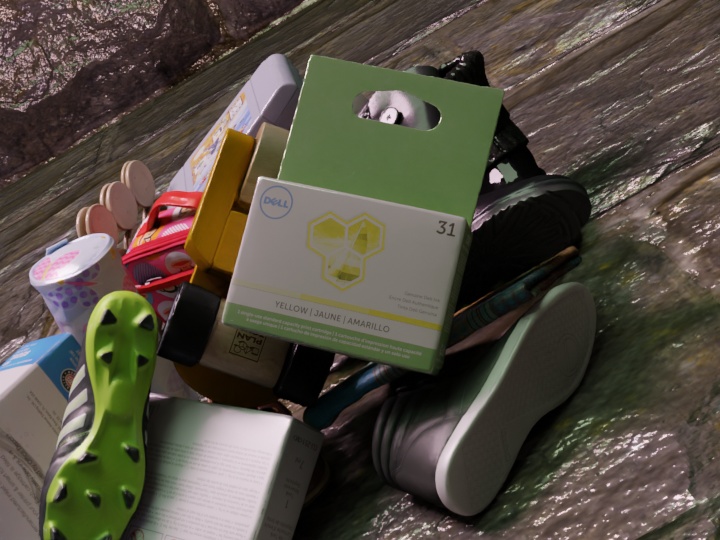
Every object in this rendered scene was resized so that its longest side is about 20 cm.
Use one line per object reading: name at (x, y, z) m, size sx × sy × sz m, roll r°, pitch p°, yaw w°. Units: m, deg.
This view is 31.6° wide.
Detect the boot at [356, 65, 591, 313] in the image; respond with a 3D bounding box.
boot at (0.071, -0.078, 0.945) m, size 0.165 × 0.066 × 0.200 m, roll -32°, pitch 43°, yaw 20°

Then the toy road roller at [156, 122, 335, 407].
toy road roller at (-0.074, 0.003, 0.944) m, size 0.146 × 0.123 × 0.200 m, roll 159°, pitch 130°, yaw -77°

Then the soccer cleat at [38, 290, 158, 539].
soccer cleat at (-0.184, 0.114, 0.909) m, size 0.081 × 0.067 × 0.200 m, roll 161°, pitch 121°, yaw -72°

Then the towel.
towel at (0.061, 0.049, 0.924) m, size 0.200 × 0.022 × 0.147 m, roll -32°, pitch -2°, yaw 27°

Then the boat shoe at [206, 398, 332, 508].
boat shoe at (-0.081, 0.131, 0.973) m, size 0.072 × 0.068 × 0.200 m, roll -35°, pitch 20°, yaw -9°

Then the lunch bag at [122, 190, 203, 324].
lunch bag at (-0.127, -0.007, 1.202) m, size 0.200 × 0.176 × 0.082 m, roll -16°, pitch 36°, yaw 39°

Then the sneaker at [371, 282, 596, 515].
sneaker at (0.079, 0.077, 0.858) m, size 0.099 × 0.071 × 0.200 m, roll -1°, pitch 40°, yaw 47°

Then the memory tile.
memory tile at (-0.214, -0.001, 1.294) m, size 0.017 × 0.200 × 0.153 m, roll -13°, pitch 27°, yaw 22°

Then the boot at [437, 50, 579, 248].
boot at (0.111, -0.097, 1.103) m, size 0.079 × 0.158 × 0.211 m, roll -29°, pitch 19°, yaw 8°

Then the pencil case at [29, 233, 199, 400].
pencil case at (-0.221, 0.064, 1.153) m, size 0.083 × 0.200 × 0.091 m, roll -27°, pitch 26°, yaw -7°

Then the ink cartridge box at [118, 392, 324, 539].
ink cartridge box at (-0.135, 0.178, 0.899) m, size 0.200 × 0.044 × 0.174 m, roll 4°, pitch 69°, yaw 40°

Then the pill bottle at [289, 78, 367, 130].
pill bottle at (-0.059, -0.093, 1.296) m, size 0.114 × 0.114 × 0.200 m, roll -12°, pitch 48°, yaw 44°

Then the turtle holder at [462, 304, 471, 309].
turtle holder at (0.006, -0.007, 1.080) m, size 0.185 × 0.132 × 0.141 m, roll -18°, pitch 24°, yaw 33°

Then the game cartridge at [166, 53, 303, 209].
game cartridge at (-0.129, -0.121, 1.280) m, size 0.200 × 0.042 × 0.133 m, roll -51°, pitch 18°, yaw 13°

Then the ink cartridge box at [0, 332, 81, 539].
ink cartridge box at (-0.288, 0.171, 1.065) m, size 0.084 × 0.145 × 0.200 m, roll -13°, pitch 26°, yaw 45°

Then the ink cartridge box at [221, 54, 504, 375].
ink cartridge box at (0.004, -0.043, 0.842) m, size 0.145 × 0.200 × 0.048 m, roll 13°, pitch -5°, yaw 12°
